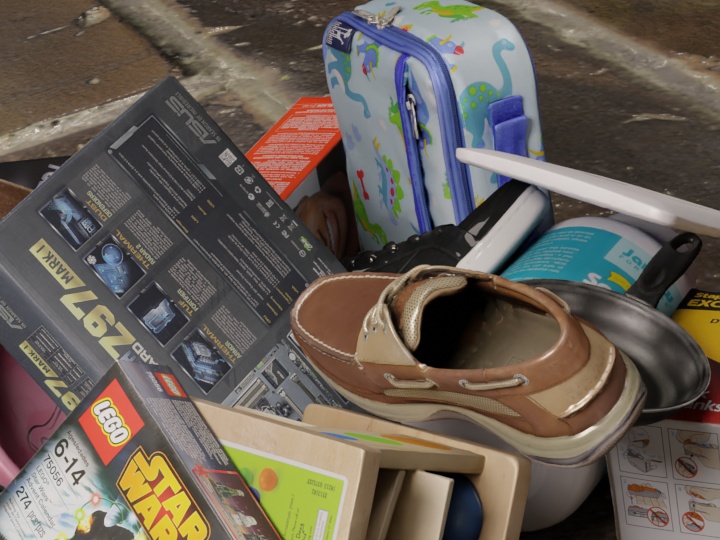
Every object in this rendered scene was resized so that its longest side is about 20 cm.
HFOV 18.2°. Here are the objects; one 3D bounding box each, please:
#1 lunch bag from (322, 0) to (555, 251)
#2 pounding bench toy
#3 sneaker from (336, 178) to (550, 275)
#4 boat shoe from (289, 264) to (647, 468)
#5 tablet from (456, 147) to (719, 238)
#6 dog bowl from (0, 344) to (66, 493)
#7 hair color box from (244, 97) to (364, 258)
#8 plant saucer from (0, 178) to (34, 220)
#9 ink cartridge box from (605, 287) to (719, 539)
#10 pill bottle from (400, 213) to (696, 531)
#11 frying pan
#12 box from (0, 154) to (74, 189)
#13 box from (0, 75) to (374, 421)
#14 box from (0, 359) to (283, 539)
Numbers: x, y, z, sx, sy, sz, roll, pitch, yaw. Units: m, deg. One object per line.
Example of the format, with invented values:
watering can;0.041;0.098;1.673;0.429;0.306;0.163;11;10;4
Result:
lunch bag;0.051;-0.060;1.322;0.082;0.202;0.161;-20;27;-20
pounding bench toy;-0.024;0.166;0.993;0.123;0.202;0.156;12;0;35
sneaker;0.000;0.000;1.221;0.200;0.112;0.073;-46;-8;6
boat shoe;0.039;0.026;1.007;0.199;0.072;0.076;11;59;44
tablet;0.148;-0.038;1.214;0.129;0.014;0.199;19;5;30
dog bowl;-0.140;0.065;1.137;0.200;0.201;0.074;-33;-4;-40
hair color box;-0.043;-0.024;1.403;0.061;0.102;0.200;2;29;24
plant saucer;-0.229;-0.024;1.272;0.199;0.037;0.200;14;-10;2
ink cartridge box;0.245;0.070;1.119;0.198;0.085;0.176;4;29;29
pill bottle;0.110;0.043;1.194;0.110;0.112;0.200;6;30;30
frying pan;0.113;0.023;1.103;0.114;0.031;0.190;14;27;-1
box;-0.228;-0.018;1.525;0.197;0.050;0.200;-7;26;9
box;-0.084;0.025;1.115;0.051;0.200;0.158;-37;8;49
box;-0.082;0.156;0.915;0.040;0.137;0.200;12;35;-55
